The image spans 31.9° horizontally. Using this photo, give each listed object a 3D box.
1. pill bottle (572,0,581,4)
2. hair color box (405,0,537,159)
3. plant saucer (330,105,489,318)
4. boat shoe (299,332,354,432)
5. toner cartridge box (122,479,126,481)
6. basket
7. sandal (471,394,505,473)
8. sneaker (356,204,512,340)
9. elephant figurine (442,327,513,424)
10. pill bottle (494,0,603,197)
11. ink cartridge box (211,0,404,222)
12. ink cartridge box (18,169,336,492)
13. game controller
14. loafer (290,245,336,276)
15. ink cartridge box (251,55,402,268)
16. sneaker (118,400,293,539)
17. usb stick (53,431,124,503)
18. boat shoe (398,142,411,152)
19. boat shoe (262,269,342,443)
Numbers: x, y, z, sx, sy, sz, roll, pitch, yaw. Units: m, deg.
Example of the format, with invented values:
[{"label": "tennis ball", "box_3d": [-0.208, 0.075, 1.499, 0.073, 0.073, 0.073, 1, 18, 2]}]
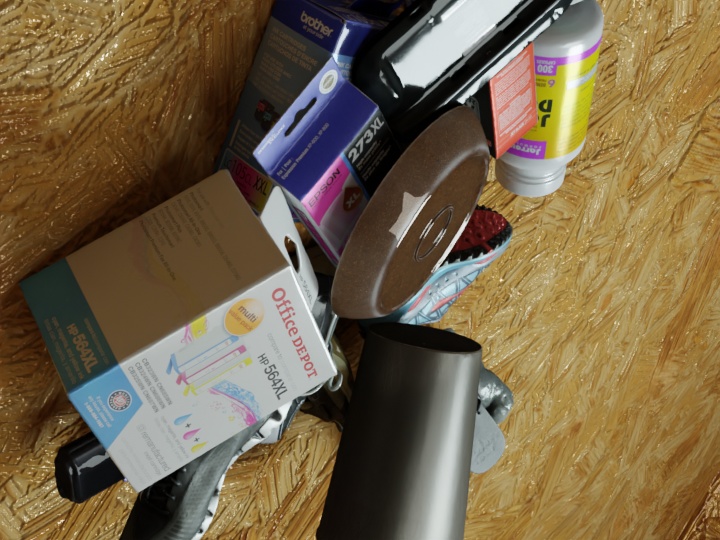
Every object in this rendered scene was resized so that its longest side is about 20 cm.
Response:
[{"label": "pill bottle", "box_3d": [0.230, -0.321, 1.152, 0.199, 0.113, 0.114, -30, 142, -38]}, {"label": "hair color box", "box_3d": [0.095, -0.201, 1.086, 0.061, 0.101, 0.201, -40, 146, -19]}, {"label": "plant saucer", "box_3d": [0.049, -0.038, 1.025, 0.201, 0.034, 0.201, -50, 162, -22]}, {"label": "boat shoe", "box_3d": [-0.041, 0.109, 1.240, 0.065, 0.072, 0.201, -23, 151, -5]}, {"label": "toner cartridge box", "box_3d": [-0.148, 0.078, 1.069, 0.095, 0.043, 0.202, -4, 123, -54]}, {"label": "basket", "box_3d": [0.044, 0.160, 1.196, 0.180, 0.135, 0.203, -8, 109, -61]}, {"label": "sandal", "box_3d": [0.094, 0.137, 1.295, 0.075, 0.045, 0.200, -44, 117, -9]}, {"label": "sneaker", "box_3d": [0.070, 0.004, 1.294, 0.199, 0.079, 0.096, -30, 149, -21]}, {"label": "elephant figurine", "box_3d": [0.065, 0.174, 1.386, 0.200, 0.155, 0.141, -47, -168, -2]}, {"label": "pill bottle", "box_3d": [0.174, -0.170, 1.227, 0.104, 0.104, 0.202, -36, 145, -30]}, {"label": "ink cartridge box", "box_3d": [-0.022, -0.142, 1.004, 0.136, 0.076, 0.202, -4, 122, -54]}, {"label": "ink cartridge box", "box_3d": [-0.120, 0.036, 0.922, 0.198, 0.126, 0.129, -30, 137, -8]}, {"label": "game controller", "box_3d": [0.083, -0.187, 0.970, 0.200, 0.042, 0.104, -42, 131, 0]}, {"label": "loafer", "box_3d": [0.000, 0.000, 1.180, 0.199, 0.068, 0.076, -33, 144, -34]}, {"label": "ink cartridge box", "box_3d": [-0.011, -0.072, 0.980, 0.095, 0.037, 0.200, -51, 149, -9]}, {"label": "sneaker", "box_3d": [-0.136, 0.146, 0.987, 0.201, 0.066, 0.091, -53, 146, -11]}, {"label": "usb stick", "box_3d": [-0.160, 0.123, 1.024, 0.199, 0.032, 0.056, -29, 134, -35]}, {"label": "boat shoe", "box_3d": [0.033, -0.121, 1.117, 0.069, 0.074, 0.202, -58, 159, -63]}, {"label": "boat shoe", "box_3d": [-0.052, 0.078, 1.104, 0.067, 0.074, 0.201, 3, 128, -13]}]
